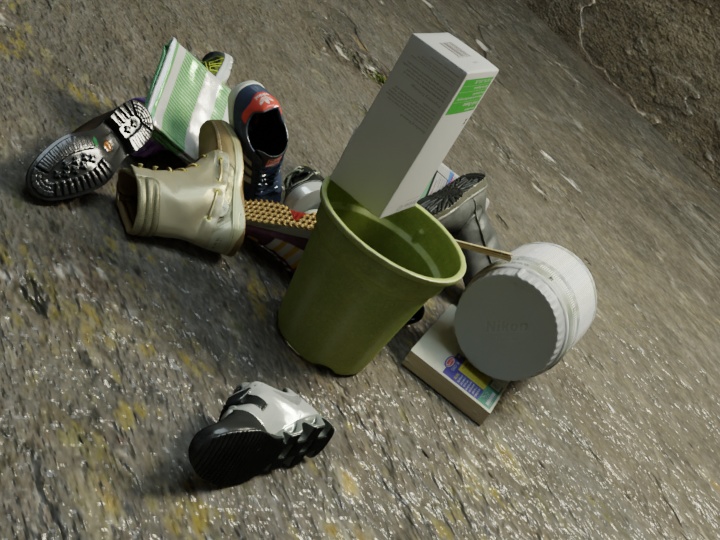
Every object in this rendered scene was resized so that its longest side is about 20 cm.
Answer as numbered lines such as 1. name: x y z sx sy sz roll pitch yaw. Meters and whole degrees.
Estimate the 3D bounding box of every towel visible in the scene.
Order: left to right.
1. towel: -0.211 -0.203 1.442 0.200 0.023 0.154 39 52 -41

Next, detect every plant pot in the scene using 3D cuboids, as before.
1. plant pot: -0.003 0.017 1.268 0.199 0.185 0.201 27 26 -14

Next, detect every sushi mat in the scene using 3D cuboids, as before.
1. sushi mat: 0.096 -0.043 1.385 0.198 0.012 0.096 14 3 -4

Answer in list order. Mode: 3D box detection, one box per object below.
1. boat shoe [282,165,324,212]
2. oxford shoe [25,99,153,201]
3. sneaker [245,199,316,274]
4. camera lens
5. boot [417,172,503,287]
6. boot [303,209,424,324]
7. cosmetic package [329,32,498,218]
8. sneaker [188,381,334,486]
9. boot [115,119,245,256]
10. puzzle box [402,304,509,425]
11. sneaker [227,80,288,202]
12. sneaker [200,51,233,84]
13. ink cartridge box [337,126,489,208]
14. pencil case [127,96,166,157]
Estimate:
1. boat shoe: -0.081 -0.111 1.494 0.064 0.071 0.200 51 7 4
2. oxford shoe: -0.340 -0.136 1.281 0.200 0.084 0.073 -45 115 -48
3. sneaker: -0.096 -0.033 1.385 0.198 0.091 0.075 12 28 18
4. camera lens: 0.230 0.054 1.447 0.160 0.161 0.200 40 26 13
5. boot: 0.152 -0.024 1.568 0.181 0.202 0.072 -29 29 -32
6. boot: 0.000 0.000 1.439 0.199 0.073 0.145 25 28 -26
7. cosmetic package: 0.061 -0.169 1.220 0.085 0.201 0.107 38 27 15
8. sneaker: -0.114 0.153 1.039 0.089 0.074 0.199 46 18 24
9. boot: -0.229 -0.119 1.326 0.154 0.073 0.202 10 58 -30
10. puzzle box: 0.143 0.124 1.440 0.133 0.026 0.200 38 26 7
11. sneaker: -0.129 -0.148 1.406 0.075 0.201 0.084 -27 41 -25
12. sneaker: -0.253 -0.305 1.657 0.084 0.075 0.201 24 27 -18
13. ink cartridge box: 0.079 -0.131 1.625 0.199 0.085 0.144 32 -7 -39
14. pencil case: -0.248 -0.198 1.480 0.199 0.084 0.086 -10 72 -54
